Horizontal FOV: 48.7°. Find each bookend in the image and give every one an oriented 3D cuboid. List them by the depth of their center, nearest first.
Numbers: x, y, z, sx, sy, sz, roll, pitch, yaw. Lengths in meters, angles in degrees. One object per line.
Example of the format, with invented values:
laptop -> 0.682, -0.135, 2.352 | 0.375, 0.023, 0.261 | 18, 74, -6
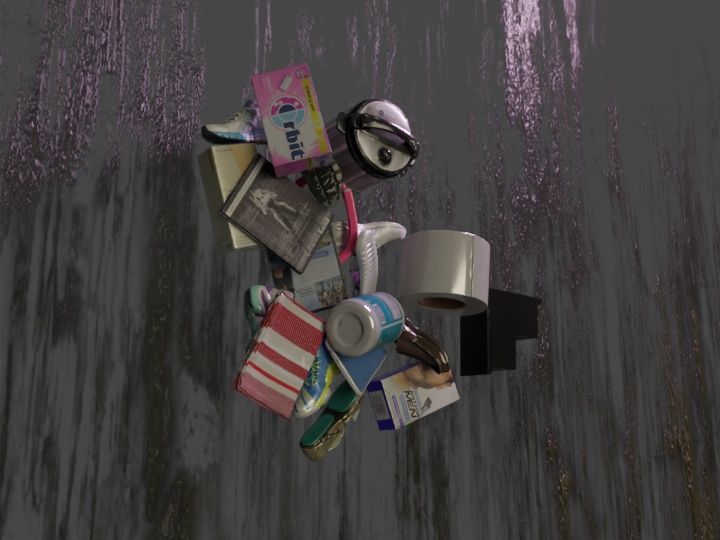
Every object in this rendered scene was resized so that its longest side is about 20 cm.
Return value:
bookend -> 0.338, 0.156, 1.900 | 0.199, 0.092, 0.201 | 10, 75, -37

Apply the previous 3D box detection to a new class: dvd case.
dvd case -> -0.157, -0.108, 1.534 | 0.200, 0.016, 0.150 | 39, 60, -20
dvd case -> -0.111, -0.014, 1.599 | 0.141, 0.018, 0.202 | -14, 87, -7

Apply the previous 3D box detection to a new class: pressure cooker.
pressure cooker -> 0.019, -0.264, 1.686 | 0.175, 0.199, 0.180 | -31, 98, -37

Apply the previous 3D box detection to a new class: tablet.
tablet -> -0.006, 0.159, 1.629 | 0.131, 0.014, 0.200 | 59, 24, -7

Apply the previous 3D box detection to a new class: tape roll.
tape roll -> 0.183, 0.009, 1.747 | 0.201, 0.202, 0.141 | 17, 69, -33

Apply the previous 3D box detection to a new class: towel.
towel -> -0.143, 0.158, 1.482 | 0.144, 0.023, 0.201 | 37, 68, -38

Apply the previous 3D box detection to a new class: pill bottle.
pill bottle -> 0.020, 0.103, 1.590 | 0.200, 0.110, 0.112 | -9, 84, -64

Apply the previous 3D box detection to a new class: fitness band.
fitness band -> -0.079, -0.103, 1.636 | 0.142, 0.037, 0.202 | -9, 85, -7

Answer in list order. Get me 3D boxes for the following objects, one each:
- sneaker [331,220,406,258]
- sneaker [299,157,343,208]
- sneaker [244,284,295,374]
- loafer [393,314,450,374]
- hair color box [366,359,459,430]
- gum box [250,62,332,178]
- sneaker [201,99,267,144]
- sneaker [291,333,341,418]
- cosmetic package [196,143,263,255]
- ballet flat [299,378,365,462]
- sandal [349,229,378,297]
sneaker -> 0.011, -0.066, 1.724 | 0.198, 0.070, 0.081 | -3, 86, -30
sneaker -> -0.093, -0.219, 1.605 | 0.075, 0.079, 0.202 | -24, 90, -11
sneaker -> -0.147, 0.127, 1.529 | 0.138, 0.078, 0.202 | 1, 79, -22
loafer -> 0.106, 0.161, 1.705 | 0.200, 0.073, 0.071 | 38, 66, 19
hair color box -> 0.115, 0.261, 1.724 | 0.199, 0.065, 0.110 | -17, 89, -40
gum box -> -0.134, -0.293, 1.530 | 0.112, 0.066, 0.202 | -15, 78, -5
sneaker -> -0.233, -0.294, 1.575 | 0.199, 0.074, 0.088 | -11, 99, -46
sneaker -> -0.094, 0.193, 1.567 | 0.106, 0.075, 0.200 | 60, 41, -22
cosmetic package -> -0.239, -0.138, 1.541 | 0.105, 0.071, 0.202 | -13, 87, -38
ballet flat -> -0.047, 0.300, 1.599 | 0.200, 0.067, 0.076 | -50, 132, -28
sandal -> 0.003, -0.004, 1.668 | 0.083, 0.049, 0.204 | -56, 153, -46
